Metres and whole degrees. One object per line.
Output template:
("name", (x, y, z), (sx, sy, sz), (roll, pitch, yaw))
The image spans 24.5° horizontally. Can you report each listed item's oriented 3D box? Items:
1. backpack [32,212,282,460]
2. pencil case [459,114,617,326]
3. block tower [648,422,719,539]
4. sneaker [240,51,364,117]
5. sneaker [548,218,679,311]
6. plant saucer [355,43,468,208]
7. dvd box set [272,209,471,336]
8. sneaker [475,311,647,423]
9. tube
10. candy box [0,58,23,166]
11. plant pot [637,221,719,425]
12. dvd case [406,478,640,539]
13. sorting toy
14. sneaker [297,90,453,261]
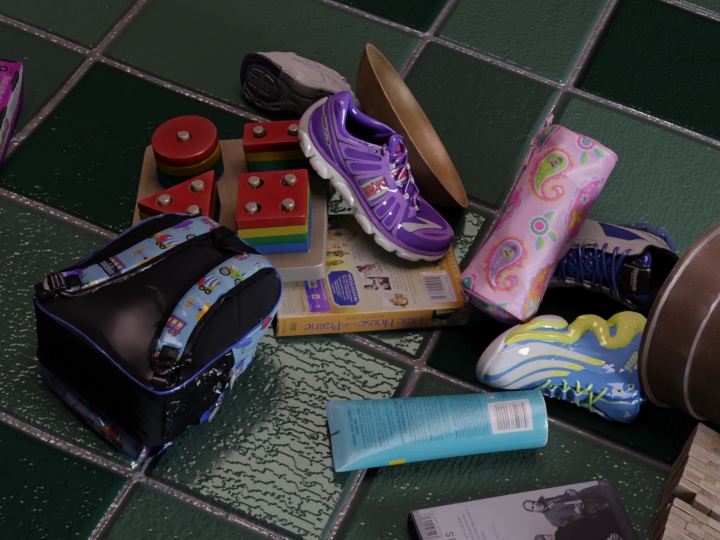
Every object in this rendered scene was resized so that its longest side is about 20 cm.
("backpack", (-0.175, 0.047, 1.504), (0.182, 0.136, 0.200), (33, 48, 22))
("pencil case", (0.171, -0.046, 1.604), (0.087, 0.087, 0.202), (26, 84, 16))
("block tower", (0.291, 0.223, 1.462), (0.057, 0.054, 0.200), (29, 39, 6))
("sneaker", (-0.037, -0.191, 1.824), (0.199, 0.075, 0.087), (37, 38, 20))
("sneaker", (0.239, -0.012, 1.660), (0.197, 0.082, 0.115), (3, 13, -10))
("plant saucer", (0.047, -0.143, 1.740), (0.035, 0.200, 0.201), (-31, 47, 12))
("dvd box set", (0.000, 0.000, 1.663), (0.197, 0.030, 0.147), (-3, 45, -14))
("sneaker", (0.212, 0.097, 1.578), (0.198, 0.076, 0.106), (-12, 49, -23))
("tube", (0.070, 0.143, 1.515), (0.197, 0.051, 0.078), (-4, 41, -8))
("candy box", (-0.462, -0.171, 1.720), (0.197, 0.061, 0.137), (8, 44, -3))
("plant pot", (0.390, 0.082, 1.514), (0.199, 0.202, 0.198), (-27, 43, -33))
("dvd case", (0.155, 0.258, 1.439), (0.197, 0.025, 0.151), (-7, 47, -18))
("sorting toy", (-0.133, -0.080, 1.659), (0.196, 0.070, 0.201), (-3, 44, 4))
("sneaker", (0.024, -0.092, 1.637), (0.200, 0.083, 0.081), (45, 34, -13))
